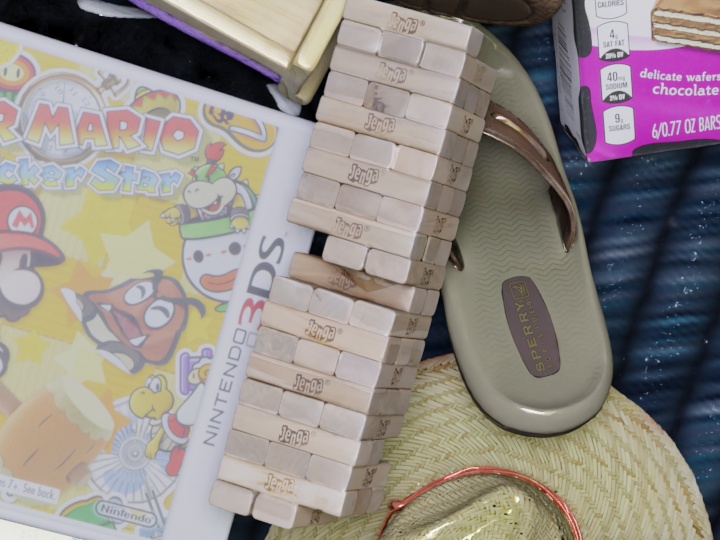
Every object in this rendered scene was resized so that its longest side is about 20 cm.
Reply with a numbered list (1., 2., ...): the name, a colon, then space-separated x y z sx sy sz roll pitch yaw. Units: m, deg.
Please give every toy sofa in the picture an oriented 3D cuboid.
1. toy sofa: -0.089 -0.149 0.960 0.199 0.098 0.083 28 80 -5

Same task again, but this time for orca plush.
1. orca plush: -0.104 -0.089 0.976 0.200 0.071 0.105 40 87 -4

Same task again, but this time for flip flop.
1. flip flop: 0.050 -0.029 0.975 0.081 0.058 0.201 -15 67 -5

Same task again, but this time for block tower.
1. block tower: 0.000 0.000 0.929 0.054 0.058 0.201 16 92 16

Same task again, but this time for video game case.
1. video game case: -0.123 0.005 0.926 0.199 0.023 0.183 17 88 -18

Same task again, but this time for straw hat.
1. straw hat: 0.042 0.126 0.957 0.200 0.085 0.202 -2 82 11

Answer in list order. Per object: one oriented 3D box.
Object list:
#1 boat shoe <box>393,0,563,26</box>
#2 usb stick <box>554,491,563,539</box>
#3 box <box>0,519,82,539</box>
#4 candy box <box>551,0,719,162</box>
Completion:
1. boat shoe: -0.009 -0.158 0.891 0.199 0.072 0.076 23 71 -5
2. usb stick: 0.067 0.166 1.010 0.055 0.033 0.201 27 88 -3
3. box: -0.194 0.063 0.975 0.199 0.060 0.117 10 89 -4
4. candy box: 0.144 -0.154 0.972 0.136 0.061 0.201 -9 109 -5
